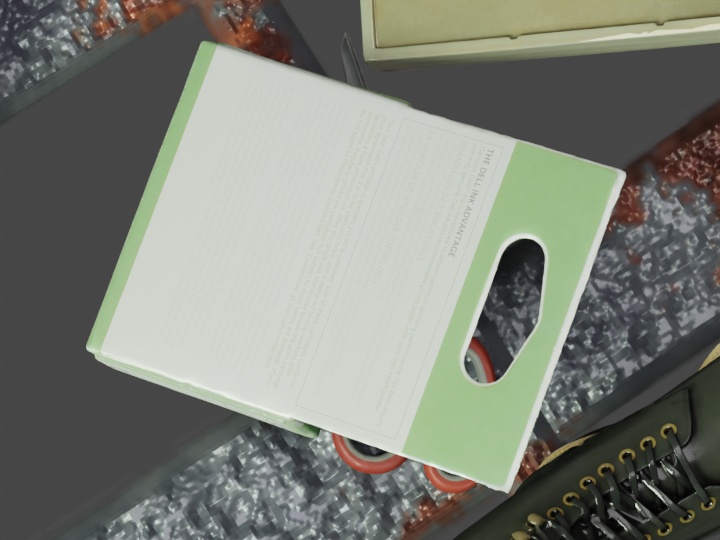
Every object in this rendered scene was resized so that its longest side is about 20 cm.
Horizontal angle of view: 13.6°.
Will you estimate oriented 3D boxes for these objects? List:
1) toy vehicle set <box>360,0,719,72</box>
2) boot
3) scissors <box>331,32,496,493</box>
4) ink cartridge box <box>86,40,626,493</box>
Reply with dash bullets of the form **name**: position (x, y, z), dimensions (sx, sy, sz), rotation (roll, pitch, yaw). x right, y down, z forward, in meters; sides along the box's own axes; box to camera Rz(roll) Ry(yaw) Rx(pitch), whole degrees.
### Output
- **toy vehicle set**: position (0.096, -0.157, 1.306), dimensions (0.198, 0.027, 0.125), rotation (-4, 83, 13)
- **boot**: position (0.115, 0.091, 1.193), dimensions (0.138, 0.200, 0.078), rotation (-26, 81, -49)
- **scissors**: position (0.024, -0.004, 1.317), dimensions (0.073, 0.014, 0.202), rotation (0, 81, 1)
- **ink cartridge box**: position (0.000, 0.000, 1.269), dimensions (0.199, 0.048, 0.146), rotation (18, 82, 18)
